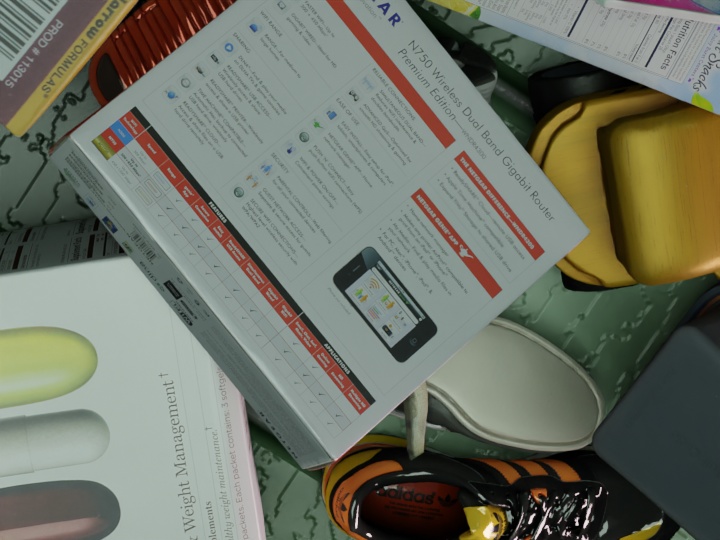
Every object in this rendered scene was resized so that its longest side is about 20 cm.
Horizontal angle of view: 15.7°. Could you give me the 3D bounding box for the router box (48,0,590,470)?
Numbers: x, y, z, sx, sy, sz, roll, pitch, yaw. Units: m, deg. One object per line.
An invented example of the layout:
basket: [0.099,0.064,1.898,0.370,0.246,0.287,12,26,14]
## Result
router box: [-0.018,-0.036,1.261,0.179,0.049,0.200,-40,94,-20]

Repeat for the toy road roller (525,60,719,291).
toy road roller: [0.182,-0.051,1.340,0.200,0.146,0.123,-10,101,-1]

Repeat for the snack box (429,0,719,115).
snack box: [0.113,-0.179,1.301,0.200,0.169,0.068,20,131,-5]

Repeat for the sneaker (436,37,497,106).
sneaker: [-0.027,-0.067,1.367,0.200,0.078,0.090,1,124,8]

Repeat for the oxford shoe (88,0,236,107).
oxford shoe: [-0.047,-0.128,1.338,0.200,0.073,0.071,-25,92,-11]

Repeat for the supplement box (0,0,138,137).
supplement box: [-0.157,-0.156,1.277,0.103,0.200,0.131,39,96,-8]

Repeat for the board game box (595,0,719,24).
board game box: [0.188,-0.196,1.279,0.200,0.200,0.026,6,139,-20]

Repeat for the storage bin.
storage bin: [0.219,0.096,1.314,0.200,0.134,0.146,41,105,15]

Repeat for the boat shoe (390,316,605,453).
boat shoe: [0.033,0.049,1.405,0.200,0.057,0.067,17,85,-10]

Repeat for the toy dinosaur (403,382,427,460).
toy dinosaur: [0.000,0.000,1.337,0.088,0.047,0.200,-31,102,36]

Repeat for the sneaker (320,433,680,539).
sneaker: [0.079,0.133,1.397,0.200,0.090,0.070,5,100,-4]

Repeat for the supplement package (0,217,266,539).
supplement package: [-0.158,0.079,1.348,0.200,0.147,0.192,-9,100,-2]
